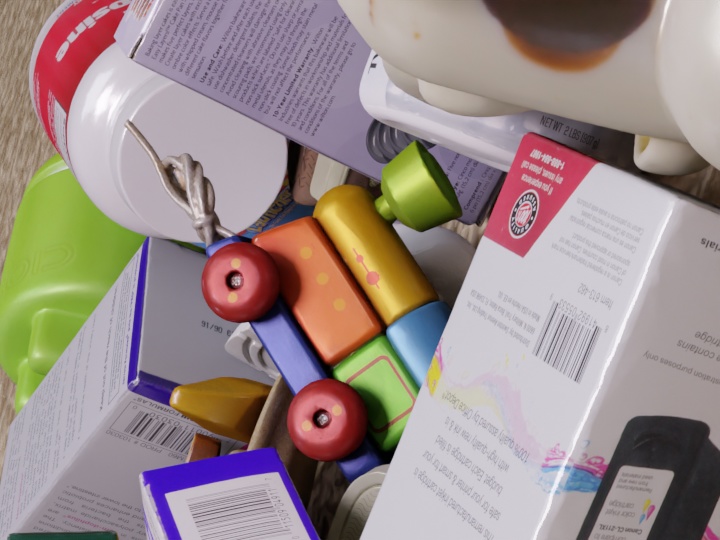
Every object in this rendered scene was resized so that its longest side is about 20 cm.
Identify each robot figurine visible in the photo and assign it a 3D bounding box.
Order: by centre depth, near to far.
[{"bbox_3d":[-0.152,0.004,1.506,0.200,0.116,0.176,-86,11,-46],"label":"robot figurine"}]

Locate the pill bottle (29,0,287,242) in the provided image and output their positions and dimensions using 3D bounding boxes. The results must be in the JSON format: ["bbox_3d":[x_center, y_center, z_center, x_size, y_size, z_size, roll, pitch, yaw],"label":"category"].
[{"bbox_3d":[-0.102,-0.081,1.314,0.112,0.112,0.200,-67,22,9],"label":"pill bottle"}]

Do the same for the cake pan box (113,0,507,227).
[{"bbox_3d":[0.016,-0.145,1.120,0.200,0.184,0.052,-63,23,10],"label":"cake pan box"}]

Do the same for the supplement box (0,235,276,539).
[{"bbox_3d":[-0.113,0.087,1.362,0.200,0.101,0.103,-50,29,42],"label":"supplement box"}]

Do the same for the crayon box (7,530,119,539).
[{"bbox_3d":[-0.140,0.248,1.217,0.200,0.058,0.173,99,168,-54],"label":"crayon box"}]

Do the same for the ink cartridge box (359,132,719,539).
[{"bbox_3d":[0.080,0.065,0.927,0.200,0.083,0.146,-68,21,5],"label":"ink cartridge box"}]

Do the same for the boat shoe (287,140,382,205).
[{"bbox_3d":[0.023,-0.116,1.219,0.075,0.075,0.202,-96,20,-49],"label":"boat shoe"}]

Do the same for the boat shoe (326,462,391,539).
[{"bbox_3d":[0.007,0.146,1.091,0.068,0.072,0.200,-36,-19,-47],"label":"boat shoe"}]

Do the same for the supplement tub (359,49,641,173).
[{"bbox_3d":[0.087,-0.139,1.040,0.200,0.122,0.123,-70,21,1],"label":"supplement tub"}]

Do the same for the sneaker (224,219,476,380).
[{"bbox_3d":[0.000,0.000,1.212,0.200,0.076,0.081,-20,38,60],"label":"sneaker"}]

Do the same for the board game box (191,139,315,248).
[{"bbox_3d":[-0.026,-0.133,1.407,0.200,0.056,0.196,-43,34,51],"label":"board game box"}]

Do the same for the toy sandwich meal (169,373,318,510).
[{"bbox_3d":[-0.071,0.125,1.187,0.205,0.070,0.205,15,-90,-85],"label":"toy sandwich meal"}]

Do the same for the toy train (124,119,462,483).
[{"bbox_3d":[-0.009,-0.017,1.091,0.116,0.085,0.200,-35,75,11],"label":"toy train"}]

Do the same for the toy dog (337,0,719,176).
[{"bbox_3d":[0.104,-0.099,0.855,0.200,0.194,0.140,22,97,28],"label":"toy dog"}]

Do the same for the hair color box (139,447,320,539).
[{"bbox_3d":[-0.043,0.186,1.030,0.109,0.065,0.200,-122,23,-64],"label":"hair color box"}]
